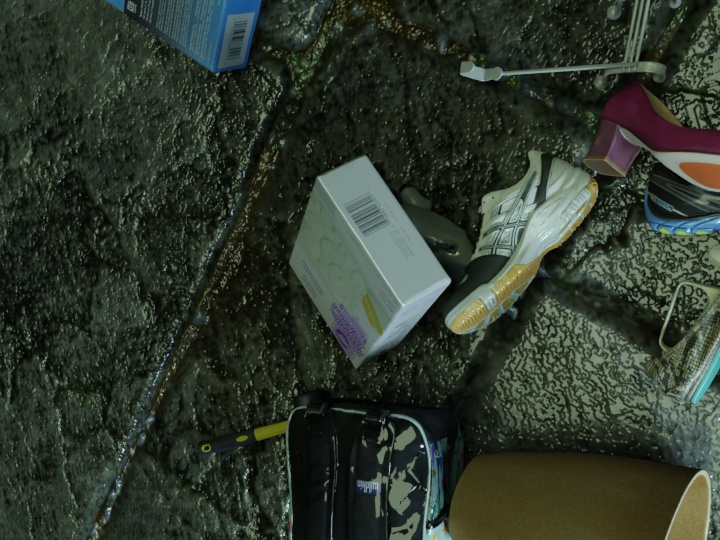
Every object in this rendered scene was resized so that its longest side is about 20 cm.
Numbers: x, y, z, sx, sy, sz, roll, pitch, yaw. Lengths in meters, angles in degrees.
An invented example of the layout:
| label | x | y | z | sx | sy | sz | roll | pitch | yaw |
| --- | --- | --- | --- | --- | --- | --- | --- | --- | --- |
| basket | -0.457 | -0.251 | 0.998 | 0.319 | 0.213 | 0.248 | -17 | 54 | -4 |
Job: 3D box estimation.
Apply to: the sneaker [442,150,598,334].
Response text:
| label | x | y | z | sx | sy | sz | roll | pitch | yaw |
| --- | --- | --- | --- | --- | --- | --- | --- | --- | --- |
| sneaker | 0.138 | -0.029 | 0.757 | 0.088 | 0.076 | 0.200 | 40 | 83 | 21 |

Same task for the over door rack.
| label | x | y | z | sx | sy | sz | roll | pitch | yaw |
| --- | --- | --- | --- | --- | --- | --- | --- | --- | --- |
| over door rack | 0.205 | -0.252 | 0.738 | 0.200 | 0.067 | 0.148 | 11 | 92 | 38 |

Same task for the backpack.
| label | x | y | z | sx | sy | sz | roll | pitch | yaw |
| --- | --- | --- | --- | --- | --- | --- | --- | --- | --- |
| backpack | 0.016 | 0.234 | 0.790 | 0.177 | 0.150 | 0.201 | -1 | 82 | 32 |

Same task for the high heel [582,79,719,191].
| label | x | y | z | sx | sy | sz | roll | pitch | yaw |
| --- | --- | --- | --- | --- | --- | --- | --- | --- | --- |
| high heel | 0.277 | -0.124 | 0.656 | 0.200 | 0.067 | 0.096 | 22 | 82 | 57 |

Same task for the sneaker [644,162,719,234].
| label | x | y | z | sx | sy | sz | roll | pitch | yaw |
| --- | --- | --- | --- | --- | --- | --- | --- | --- | --- |
| sneaker | 0.347 | -0.078 | 0.668 | 0.199 | 0.071 | 0.083 | -5 | 95 | 28 |

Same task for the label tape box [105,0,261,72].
| label | x | y | z | sx | sy | sz | roll | pitch | yaw |
| --- | --- | --- | --- | --- | --- | --- | --- | --- | --- |
| label tape box | -0.207 | -0.344 | 0.905 | 0.200 | 0.063 | 0.145 | 36 | 127 | 20 |

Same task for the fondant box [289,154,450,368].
| label | x | y | z | sx | sy | sz | roll | pitch | yaw |
| --- | --- | --- | --- | --- | --- | --- | --- | --- | --- |
| fondant box | 0.000 | 0.000 | 0.777 | 0.058 | 0.200 | 0.145 | -28 | 76 | -21 |

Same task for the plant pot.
| label | x | y | z | sx | sy | sz | roll | pitch | yaw |
| --- | --- | --- | --- | --- | --- | --- | --- | --- | --- |
| plant pot | 0.188 | 0.240 | 0.707 | 0.199 | 0.186 | 0.187 | 13 | 97 | 35 |

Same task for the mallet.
| label | x | y | z | sx | sy | sz | roll | pitch | yaw |
| --- | --- | --- | --- | --- | --- | --- | --- | --- | --- |
| mallet | -0.113 | 0.201 | 0.917 | 0.200 | 0.041 | 0.066 | -28 | 76 | 27 |

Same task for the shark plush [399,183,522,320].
| label | x | y | z | sx | sy | sz | roll | pitch | yaw |
| --- | --- | --- | --- | --- | --- | --- | --- | --- | --- |
| shark plush | 0.082 | -0.015 | 0.822 | 0.199 | 0.091 | 0.083 | 25 | 123 | 2 |

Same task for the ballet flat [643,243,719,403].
| label | x | y | z | sx | sy | sz | roll | pitch | yaw |
| --- | --- | --- | --- | --- | --- | --- | --- | --- | --- |
| ballet flat | 0.321 | 0.025 | 0.691 | 0.075 | 0.068 | 0.200 | 41 | 111 | 29 |
